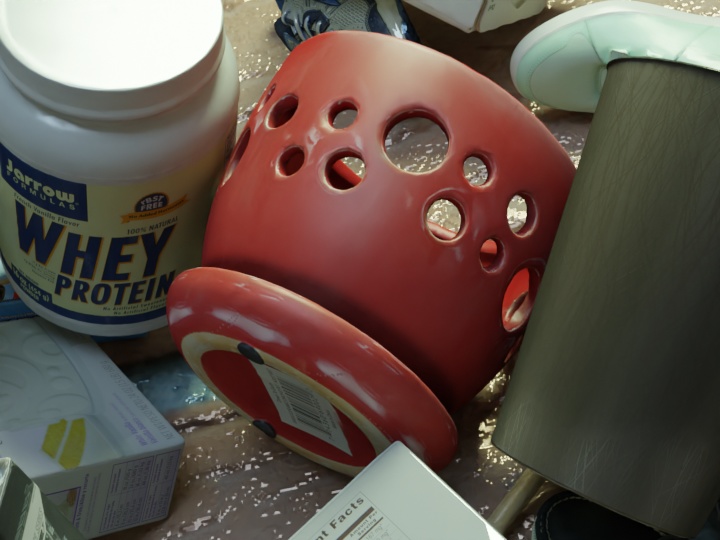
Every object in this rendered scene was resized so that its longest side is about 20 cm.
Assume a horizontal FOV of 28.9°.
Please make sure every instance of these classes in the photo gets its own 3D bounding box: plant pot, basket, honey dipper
[{"bbox_3d":[0.000,0.000,0.770,0.198,0.201,0.184,19,65,30],"label":"plant pot"},{"bbox_3d":[0.153,0.015,0.692,0.202,0.135,0.180,-66,25,2],"label":"basket"},{"bbox_3d":[0.121,0.081,0.773,0.038,0.038,0.200,29,70,35],"label":"honey dipper"}]

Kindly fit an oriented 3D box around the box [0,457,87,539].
[{"bbox_3d":[-0.153,0.208,0.647,0.049,0.201,0.159,-7,49,18],"label":"box"}]

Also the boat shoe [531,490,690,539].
[{"bbox_3d":[0.153,0.163,0.670,0.074,0.066,0.200,-35,49,-10],"label":"boat shoe"}]

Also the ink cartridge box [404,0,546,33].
[{"bbox_3d":[0.036,-0.250,0.963,0.199,0.088,0.145,32,28,16],"label":"ink cartridge box"}]

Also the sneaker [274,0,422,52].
[{"bbox_3d":[-0.013,-0.173,1.006,0.085,0.077,0.201,-32,40,0],"label":"sneaker"}]

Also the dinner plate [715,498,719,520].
[{"bbox_3d":[0.244,0.067,0.656,0.199,0.024,0.202,-35,39,34],"label":"dinner plate"}]

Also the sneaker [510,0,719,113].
[{"bbox_3d":[0.184,-0.104,0.870,0.197,0.074,0.119,2,46,17],"label":"sneaker"}]

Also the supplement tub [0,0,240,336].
[{"bbox_3d":[-0.143,-0.074,0.807,0.142,0.201,0.147,4,51,-5],"label":"supplement tub"}]

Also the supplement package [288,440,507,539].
[{"bbox_3d":[0.053,0.197,0.644,0.109,0.114,0.200,-40,51,-14],"label":"supplement package"}]

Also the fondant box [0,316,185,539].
[{"bbox_3d":[-0.219,0.096,0.786,0.198,0.059,0.144,-9,36,-41],"label":"fondant box"}]

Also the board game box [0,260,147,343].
[{"bbox_3d":[-0.234,-0.037,0.971,0.193,0.056,0.202,-7,50,12],"label":"board game box"}]
